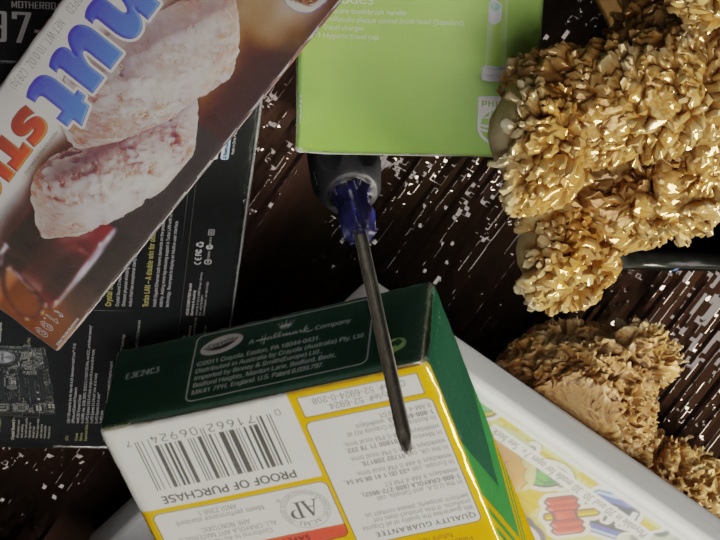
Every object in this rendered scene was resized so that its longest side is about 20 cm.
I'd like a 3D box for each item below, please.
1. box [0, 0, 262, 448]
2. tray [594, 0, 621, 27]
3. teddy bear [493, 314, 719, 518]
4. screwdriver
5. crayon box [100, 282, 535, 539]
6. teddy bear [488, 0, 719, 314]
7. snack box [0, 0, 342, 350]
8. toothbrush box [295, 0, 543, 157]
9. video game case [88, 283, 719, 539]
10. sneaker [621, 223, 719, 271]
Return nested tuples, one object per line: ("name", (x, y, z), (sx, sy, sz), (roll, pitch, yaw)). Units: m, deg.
("box", (-0.125, -0.015, 1.038), (0.160, 0.044, 0.200), (1, 134, -8))
("tray", (0.157, -0.083, 1.081), (0.099, 0.037, 0.200), (-28, 117, 7))
("teddy bear", (0.088, 0.099, 1.154), (0.145, 0.067, 0.200), (-21, 123, 15))
("screwdriver", (0.000, 0.000, 1.011), (0.028, 0.200, 0.029), (19, 128, -24))
("crayon box", (-0.003, 0.106, 1.063), (0.126, 0.052, 0.200), (-12, 125, 14))
("teddy bear", (0.124, -0.062, 0.920), (0.200, 0.067, 0.145), (-22, 128, -29))
("snack box", (-0.077, -0.060, 0.935), (0.072, 0.024, 0.200), (38, 123, -6))
("toothbrush box", (0.022, -0.157, 0.959), (0.086, 0.146, 0.200), (3, 117, 0))
("video game case", (0.022, 0.113, 1.112), (0.200, 0.023, 0.182), (34, 123, -21))
("sneaker", (0.172, -0.039, 1.041), (0.200, 0.078, 0.070), (-14, 117, -1))
